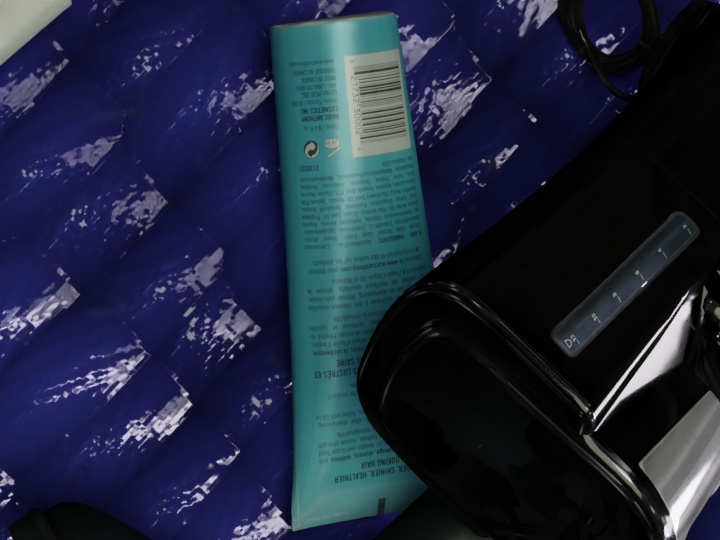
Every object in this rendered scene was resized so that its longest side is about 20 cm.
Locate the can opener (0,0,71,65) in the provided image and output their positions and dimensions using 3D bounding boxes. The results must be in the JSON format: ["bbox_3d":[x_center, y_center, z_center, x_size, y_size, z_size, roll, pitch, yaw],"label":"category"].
[{"bbox_3d":[-0.109,-0.137,0.898,0.200,0.067,0.053,-42,100,-10],"label":"can opener"}]

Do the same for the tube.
[{"bbox_3d":[0.000,0.000,0.938,0.077,0.050,0.202,-7,96,-9],"label":"tube"}]

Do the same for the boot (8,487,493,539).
[{"bbox_3d":[-0.016,0.125,0.914,0.168,0.076,0.201,-40,104,-8],"label":"boot"}]

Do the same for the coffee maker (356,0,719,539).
[{"bbox_3d":[0.093,0.001,0.898,0.191,0.135,0.200,32,54,28],"label":"coffee maker"}]
